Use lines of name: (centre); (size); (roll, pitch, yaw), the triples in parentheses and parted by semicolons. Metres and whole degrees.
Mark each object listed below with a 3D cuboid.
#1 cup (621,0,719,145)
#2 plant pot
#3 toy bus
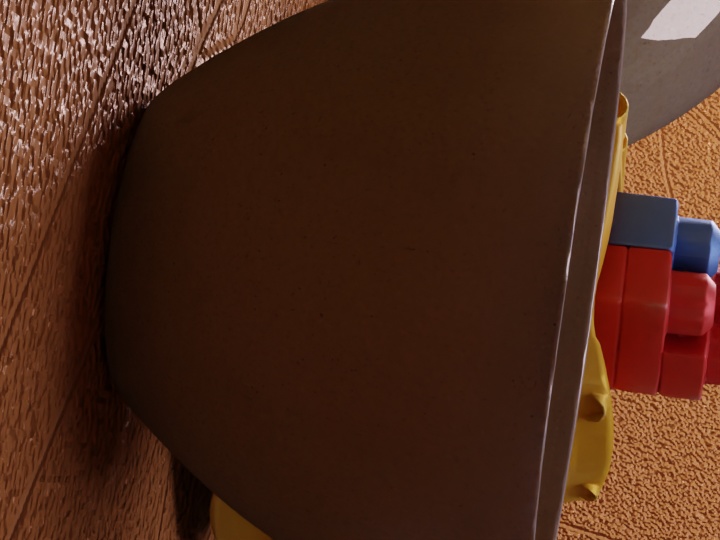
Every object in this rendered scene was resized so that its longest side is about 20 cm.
cup: (0.098, -0.132, 1.245); (0.143, 0.200, 0.200); (-57, 160, -31)
plant pot: (0.000, 0.000, 0.757); (0.200, 0.134, 0.200); (9, 90, -83)
toy bus: (0.047, 0.025, 0.932); (0.136, 0.192, 0.200); (91, 11, -50)
